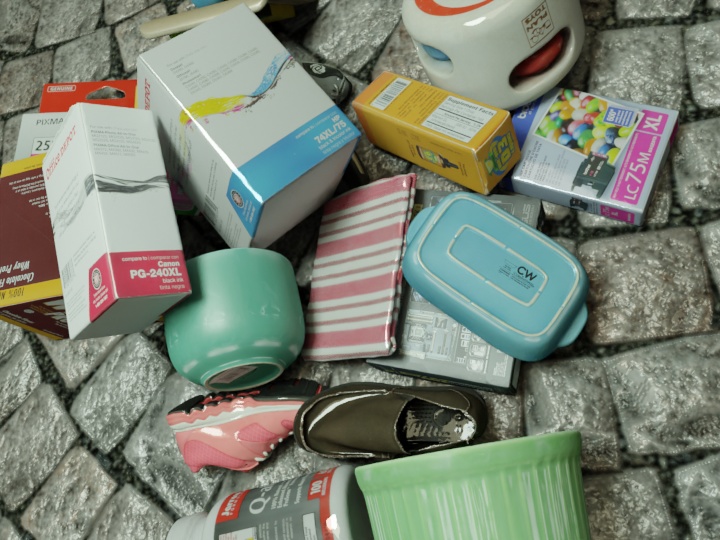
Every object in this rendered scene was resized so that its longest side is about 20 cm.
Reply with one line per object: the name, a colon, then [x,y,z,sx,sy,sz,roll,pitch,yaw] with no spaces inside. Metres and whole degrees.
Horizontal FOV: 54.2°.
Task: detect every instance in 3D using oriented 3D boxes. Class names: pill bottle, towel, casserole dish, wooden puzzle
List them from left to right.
wooden puzzle: [-0.167,-0.338,0.937,0.182,0.200,0.038,-7,111,20]
pill bottle: [-0.084,0.270,0.690,0.197,0.116,0.118,-18,65,14]
towel: [0.000,0.000,0.773,0.145,0.030,0.203,-11,65,49]
casserole dish: [0.131,-0.001,0.684,0.199,0.039,0.122,34,81,14]

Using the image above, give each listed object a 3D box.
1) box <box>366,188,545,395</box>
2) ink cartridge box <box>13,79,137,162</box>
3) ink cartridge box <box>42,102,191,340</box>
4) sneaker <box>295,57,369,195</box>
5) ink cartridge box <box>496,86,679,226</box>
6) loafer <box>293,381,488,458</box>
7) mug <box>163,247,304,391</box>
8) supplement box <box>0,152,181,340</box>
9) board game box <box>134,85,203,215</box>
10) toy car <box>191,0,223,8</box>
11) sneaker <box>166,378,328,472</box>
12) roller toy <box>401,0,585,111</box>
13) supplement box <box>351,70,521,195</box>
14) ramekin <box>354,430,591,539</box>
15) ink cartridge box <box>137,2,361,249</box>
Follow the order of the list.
box: [0.102,0.017,0.746,0.155,0.051,0.203,6,74,23]
ink cartridge box: [-0.368,-0.208,0.984,0.196,0.044,0.176,-3,66,0]
ink cartridge box: [-0.256,-0.048,0.726,0.145,0.082,0.203,-29,71,48]
sneaker: [-0.033,-0.190,0.869,0.115,0.075,0.201,-37,84,-36]
ink cartridge box: [0.224,-0.134,0.762,0.198,0.042,0.121,19,78,28]
loafer: [0.028,0.145,0.690,0.196,0.071,0.074,-8,86,5]
mug: [-0.137,0.069,0.781,0.149,0.186,0.116,-11,65,-9]
supplement box: [-0.350,-0.037,0.901,0.194,0.133,0.203,-10,67,18]
board game box: [-0.177,-0.143,0.864,0.196,0.040,0.156,2,67,-16]
toy car: [-0.170,-0.510,1.016,0.182,0.178,0.202,-14,38,28]
sneaker: [-0.112,0.175,0.776,0.197,0.074,0.088,-10,96,11]
roller toy: [0.145,-0.280,0.767,0.197,0.140,0.185,-4,54,29]
supplement box: [0.081,-0.158,0.784,0.069,0.067,0.199,-43,48,-12]
ramekin: [0.099,0.203,0.602,0.197,0.200,0.099,-14,73,16]
ink cartridge box: [-0.129,-0.149,0.775,0.146,0.147,0.200,-38,83,-27]
